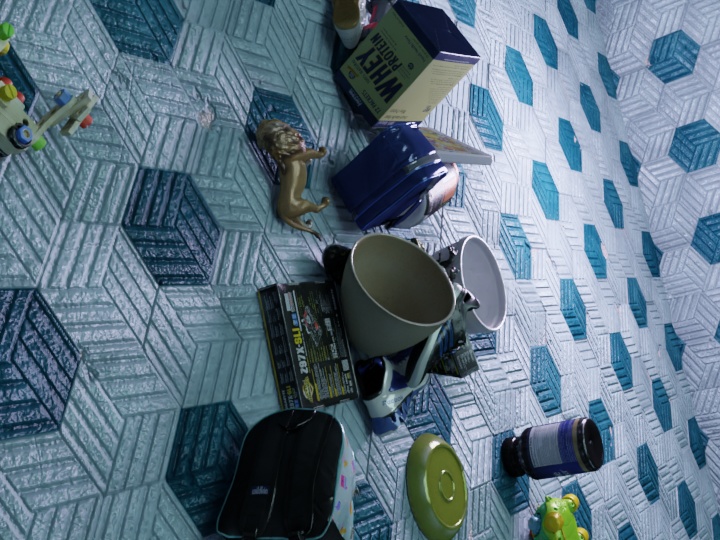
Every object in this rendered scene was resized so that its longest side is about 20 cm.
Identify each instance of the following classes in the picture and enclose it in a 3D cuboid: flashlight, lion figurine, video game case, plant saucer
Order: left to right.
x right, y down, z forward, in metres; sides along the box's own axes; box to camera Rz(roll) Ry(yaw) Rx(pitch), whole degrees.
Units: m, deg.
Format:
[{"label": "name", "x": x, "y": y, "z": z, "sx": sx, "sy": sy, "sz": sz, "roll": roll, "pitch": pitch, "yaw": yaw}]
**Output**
[{"label": "lion figurine", "x": -0.112, "y": -0.148, "z": 1.560, "sx": 0.121, "sy": 0.072, "sz": 0.205, "roll": -3, "pitch": 83, "yaw": -50}, {"label": "flashlight", "x": 0.028, "y": -0.510, "z": 1.955, "sx": 0.066, "sy": 0.069, "sz": 0.202, "roll": 16, "pitch": 46, "yaw": -5}, {"label": "video game case", "x": 0.142, "y": -0.255, "z": 1.896, "sx": 0.198, "sy": 0.181, "sz": 0.023, "roll": -4, "pitch": 117, "yaw": -46}, {"label": "plant saucer", "x": 0.151, "y": 0.403, "z": 1.758, "sx": 0.199, "sy": 0.031, "sz": 0.204, "roll": 31, "pitch": 51, "yaw": -47}]

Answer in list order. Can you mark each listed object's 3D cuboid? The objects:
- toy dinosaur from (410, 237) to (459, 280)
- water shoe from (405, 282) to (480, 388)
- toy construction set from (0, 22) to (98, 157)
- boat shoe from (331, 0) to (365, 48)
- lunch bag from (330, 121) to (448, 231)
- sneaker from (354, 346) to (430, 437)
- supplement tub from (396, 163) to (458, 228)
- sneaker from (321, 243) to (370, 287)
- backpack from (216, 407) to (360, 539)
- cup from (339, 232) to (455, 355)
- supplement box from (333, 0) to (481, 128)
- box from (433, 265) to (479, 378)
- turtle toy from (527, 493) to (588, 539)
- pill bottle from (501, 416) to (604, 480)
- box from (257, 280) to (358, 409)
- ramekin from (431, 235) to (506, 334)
[{"label": "toy dinosaur", "x": 0.156, "y": 0.006, "z": 1.852, "sx": 0.047, "sy": 0.088, "sz": 0.203, "roll": 16, "pitch": 44, "yaw": -39}, {"label": "water shoe", "x": 0.146, "y": 0.120, "z": 1.634, "sx": 0.078, "sy": 0.071, "sz": 0.203, "roll": 28, "pitch": 76, "yaw": -9}, {"label": "toy construction set", "x": -0.412, "y": -0.216, "z": 1.110, "sx": 0.199, "sy": 0.091, "sz": 0.133, "roll": 39, "pitch": 45, "yaw": -28}, {"label": "boat shoe", "x": -0.024, "y": -0.512, "z": 1.876, "sx": 0.070, "sy": 0.069, "sz": 0.202, "roll": 80, "pitch": 12, "yaw": -45}, {"label": "lunch bag", "x": 0.052, "y": -0.156, "z": 1.710, "sx": 0.134, "sy": 0.199, "sz": 0.135, "roll": 56, "pitch": 33, "yaw": 8}, {"label": "sneaker", "x": 0.053, "y": 0.181, "z": 1.659, "sx": 0.116, "sy": 0.079, "sz": 0.200, "roll": 61, "pitch": 35, "yaw": -23}, {"label": "supplement tub", "x": 0.117, "y": -0.168, "z": 1.879, "sx": 0.200, "sy": 0.121, "sz": 0.125, "roll": -35, "pitch": 106, "yaw": -57}, {"label": "sneaker", "x": 0.000, "y": 0.000, "z": 1.685, "sx": 0.198, "sy": 0.072, "sz": 0.073, "roll": 27, "pitch": 13, "yaw": -40}, {"label": "backpack", "x": -0.088, "y": 0.299, "z": 1.300, "sx": 0.154, "sy": 0.172, "sz": 0.203, "roll": 60, "pitch": 29, "yaw": -50}, {"label": "cup", "x": 0.041, "y": 0.059, "z": 1.594, "sx": 0.197, "sy": 0.144, "sz": 0.203, "roll": 20, "pitch": 40, "yaw": -18}, {"label": "supplement box", "x": 0.093, "y": -0.396, "z": 1.838, "sx": 0.135, "sy": 0.200, "sz": 0.199, "roll": 53, "pitch": 29, "yaw": 13}, {"label": "box", "x": 0.137, "y": 0.095, "z": 1.761, "sx": 0.044, "sy": 0.160, "sz": 0.204, "roll": -23, "pitch": 96, "yaw": -21}, {"label": "turtle toy", "x": 0.422, "y": 0.584, "z": 2.035, "sx": 0.145, "sy": 0.100, "sz": 0.204, "roll": -14, "pitch": 89, "yaw": -58}, {"label": "pill bottle", "x": 0.405, "y": 0.382, "z": 2.007, "sx": 0.111, "sy": 0.197, "sz": 0.114, "roll": 29, "pitch": 52, "yaw": -47}, {"label": "box", "x": -0.081, "y": 0.120, "z": 1.506, "sx": 0.158, "sy": 0.049, "sz": 0.204, "roll": -4, "pitch": 80, "yaw": -55}, {"label": "ramekin", "x": 0.212, "y": 0.038, "z": 1.950, "sx": 0.199, "sy": 0.104, "sz": 0.204, "roll": 32, "pitch": 50, "yaw": -48}]
